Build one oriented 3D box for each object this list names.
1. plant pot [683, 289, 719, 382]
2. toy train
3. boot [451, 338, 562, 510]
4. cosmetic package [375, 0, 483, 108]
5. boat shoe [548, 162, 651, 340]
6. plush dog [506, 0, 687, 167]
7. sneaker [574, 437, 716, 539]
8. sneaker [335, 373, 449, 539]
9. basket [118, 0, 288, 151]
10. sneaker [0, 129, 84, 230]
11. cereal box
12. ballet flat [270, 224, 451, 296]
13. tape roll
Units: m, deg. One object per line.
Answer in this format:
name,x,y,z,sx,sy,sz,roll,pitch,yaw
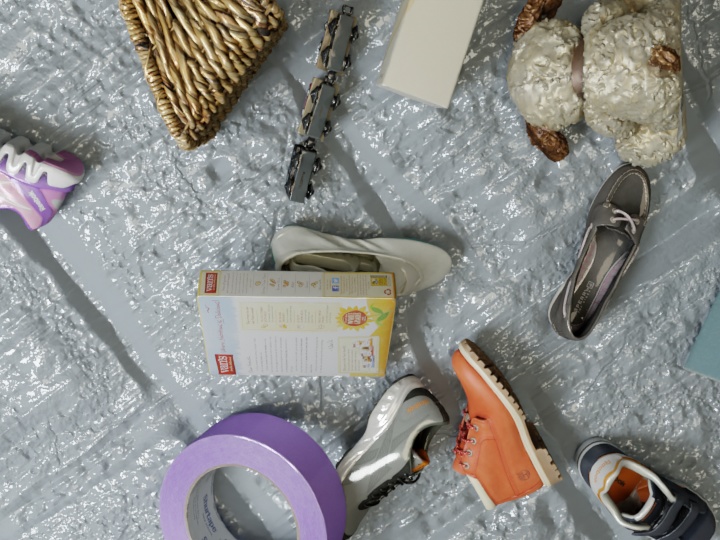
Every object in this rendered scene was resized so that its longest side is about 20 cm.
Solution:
plant pot,0.495,0.051,0.845,0.192,0.196,0.204,18,91,-7
toy train,-0.042,-0.169,0.834,0.033,0.046,0.204,13,104,-18
boot,0.137,0.176,0.907,0.106,0.075,0.202,-28,103,8
cosmetic package,0.080,-0.267,0.790,0.072,0.104,0.204,18,99,-6
boat shoe,0.266,-0.016,0.878,0.066,0.057,0.203,21,100,-7
plush dog,0.229,-0.194,0.806,0.168,0.160,0.205,-2,102,24
sneaker,0.337,0.273,0.935,0.198,0.079,0.079,31,98,-11
sneaker,0.026,0.216,0.893,0.079,0.074,0.203,35,102,29
basket,-0.161,-0.212,0.737,0.142,0.200,0.150,37,99,-11
sneaker,-0.384,-0.103,0.815,0.197,0.081,0.090,23,108,-9
cereal box,-0.065,0.058,0.846,0.195,0.040,0.145,2,141,-4
ballet flat,0.000,0.000,0.859,0.195,0.070,0.071,9,102,-4
tape roll,-0.117,0.262,0.879,0.196,0.066,0.205,4,102,17
